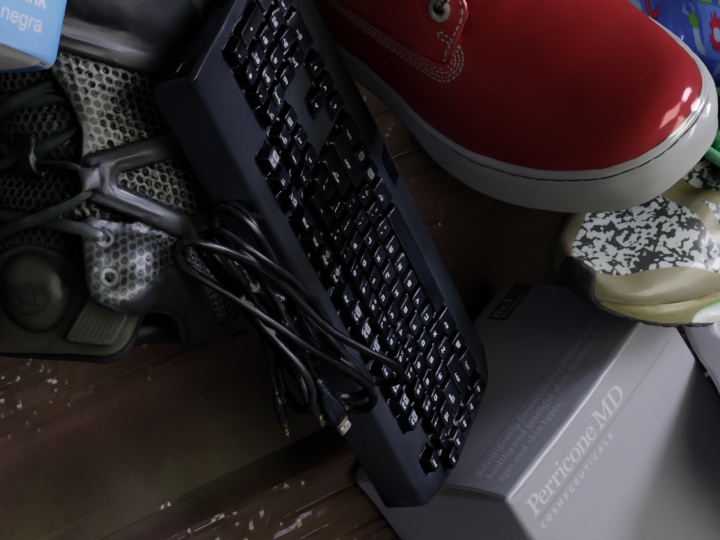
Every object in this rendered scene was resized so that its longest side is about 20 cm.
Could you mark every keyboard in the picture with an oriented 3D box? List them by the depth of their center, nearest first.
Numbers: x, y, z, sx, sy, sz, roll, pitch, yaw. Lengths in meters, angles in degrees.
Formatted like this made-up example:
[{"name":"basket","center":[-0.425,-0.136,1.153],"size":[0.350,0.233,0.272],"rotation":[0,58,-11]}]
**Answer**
[{"name":"keyboard","center":[0.000,0.000,0.836],"size":[0.104,0.039,0.200],"rotation":[-61,138,-34]}]

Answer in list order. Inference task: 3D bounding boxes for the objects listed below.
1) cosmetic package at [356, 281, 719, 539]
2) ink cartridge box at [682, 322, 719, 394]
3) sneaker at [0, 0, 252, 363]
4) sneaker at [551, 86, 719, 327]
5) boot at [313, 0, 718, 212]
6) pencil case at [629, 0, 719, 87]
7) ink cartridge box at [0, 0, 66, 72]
[{"name":"cosmetic package","center":[0.098,0.109,0.979],"size":[0.107,0.090,0.200],"rotation":[-52,127,-26]},{"name":"ink cartridge box","center":[0.198,0.065,1.006],"size":[0.085,0.148,0.200],"rotation":[-31,133,6]},{"name":"sneaker","center":[-0.092,-0.048,0.800],"size":[0.200,0.076,0.114],"rotation":[56,49,-35]},{"name":"sneaker","center":[0.142,-0.057,0.923],"size":[0.200,0.077,0.089],"rotation":[-34,139,-26]},{"name":"boot","center":[0.017,-0.105,0.806],"size":[0.072,0.200,0.144],"rotation":[-44,137,-14]},{"name":"pencil case","center":[0.109,-0.076,0.992],"size":[0.199,0.078,0.087],"rotation":[-5,78,-43]},{"name":"ink cartridge box","center":[-0.136,-0.157,0.708],"size":[0.084,0.144,0.201],"rotation":[18,79,-44]}]
